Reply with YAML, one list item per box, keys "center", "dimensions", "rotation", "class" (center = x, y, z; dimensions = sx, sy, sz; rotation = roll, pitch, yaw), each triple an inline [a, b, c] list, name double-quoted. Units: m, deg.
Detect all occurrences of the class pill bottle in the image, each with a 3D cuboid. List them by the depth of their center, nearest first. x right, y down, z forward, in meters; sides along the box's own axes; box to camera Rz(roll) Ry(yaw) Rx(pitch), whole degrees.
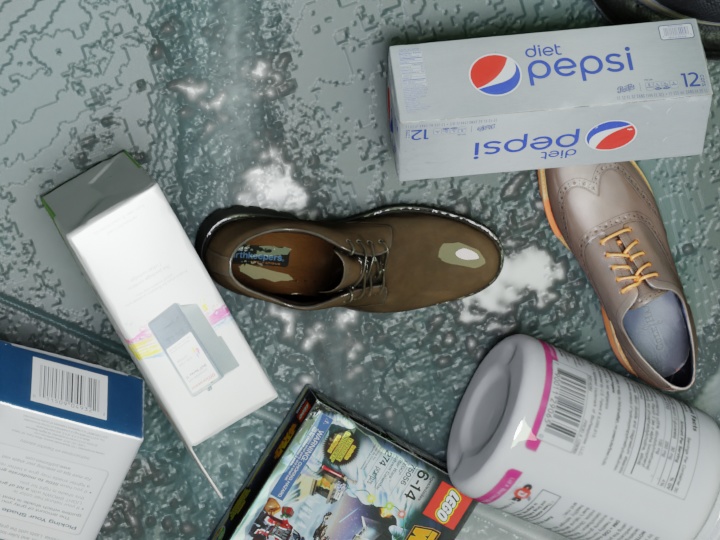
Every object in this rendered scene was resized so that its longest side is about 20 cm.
- center: [0.168, 0.128, 1.826]
  dimensions: [0.200, 0.113, 0.113]
  rotation: [24, 99, -17]
  class: "pill bottle"

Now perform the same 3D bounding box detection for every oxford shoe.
- center: [0.000, 0.000, 1.772]
  dimensions: [0.200, 0.084, 0.073]
  rotation: [-2, 104, -13]
  class: "oxford shoe"
- center: [0.176, -0.012, 1.811]
  dimensions: [0.071, 0.073, 0.200]
  rotation: [-29, 109, -3]
  class: "oxford shoe"

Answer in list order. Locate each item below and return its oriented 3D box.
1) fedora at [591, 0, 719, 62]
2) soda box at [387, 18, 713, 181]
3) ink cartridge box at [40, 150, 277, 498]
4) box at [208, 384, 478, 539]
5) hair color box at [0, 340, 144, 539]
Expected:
- center: [0.239, -0.215, 1.758]
  dimensions: [0.200, 0.092, 0.201]
  rotation: [-3, 106, -11]
  class: "fedora"
- center: [0.118, -0.108, 1.753]
  dimensions: [0.200, 0.063, 0.068]
  rotation: [-6, 148, -3]
  class: "soda box"
- center: [-0.117, 0.033, 1.737]
  dimensions: [0.067, 0.117, 0.200]
  rotation: [-30, 109, -6]
  class: "ink cartridge box"
- center: [-0.029, 0.194, 1.841]
  dimensions: [0.137, 0.040, 0.200]
  rotation: [29, 97, -19]
  class: "box"
- center: [-0.214, 0.143, 1.736]
  dimensions: [0.100, 0.061, 0.200]
  rotation: [17, 126, -16]
  class: "hair color box"
